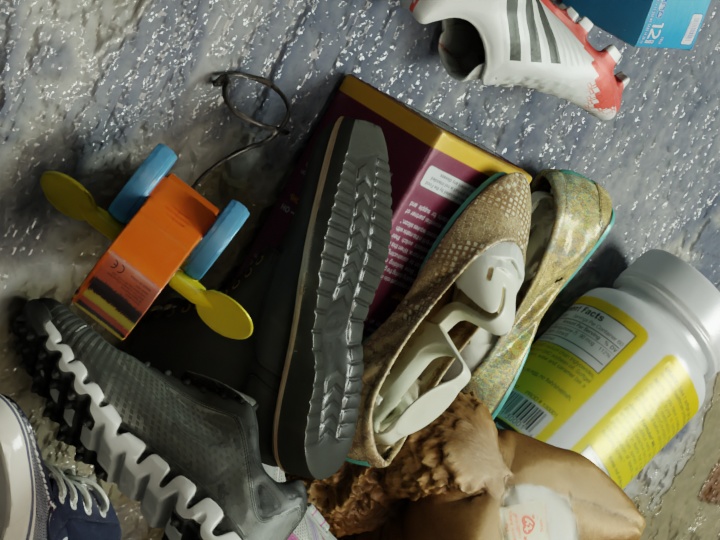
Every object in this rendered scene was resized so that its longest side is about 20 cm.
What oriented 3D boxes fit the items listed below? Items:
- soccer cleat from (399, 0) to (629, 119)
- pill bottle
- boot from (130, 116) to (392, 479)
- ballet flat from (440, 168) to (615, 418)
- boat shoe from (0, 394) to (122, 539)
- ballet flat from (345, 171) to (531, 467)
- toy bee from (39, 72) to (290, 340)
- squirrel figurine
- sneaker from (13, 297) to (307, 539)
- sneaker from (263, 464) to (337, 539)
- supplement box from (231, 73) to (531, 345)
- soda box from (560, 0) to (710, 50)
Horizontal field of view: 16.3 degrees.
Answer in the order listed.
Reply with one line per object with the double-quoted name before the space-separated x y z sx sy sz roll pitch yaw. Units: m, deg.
"soccer cleat" 0.093 -0.138 1.521 0.085 0.069 0.200 -46 140 1
"pill bottle" 0.164 0.086 1.725 0.200 0.114 0.114 -43 142 -16
"boot" -0.064 0.006 1.420 0.077 0.138 0.201 19 82 -60
"ballet flat" 0.090 0.020 1.643 0.200 0.071 0.071 -57 144 3
"boat shoe" -0.183 0.127 1.408 0.093 0.075 0.201 -32 147 -35
"ballet flat" 0.051 0.034 1.453 0.200 0.065 0.071 -53 143 -4
"toy bee" -0.103 -0.011 1.357 0.200 0.131 0.109 -24 159 -50
"squirrel figurine" 0.043 0.157 1.619 0.200 0.186 0.142 48 60 -17
"sneaker" -0.104 0.084 1.366 0.090 0.200 0.067 -35 166 -29
"sneaker" -0.042 0.186 1.539 0.088 0.081 0.201 -10 88 -28
"supplement box" 0.000 0.000 1.497 0.110 0.086 0.201 22 99 -54
"soda box" 0.198 -0.241 1.553 0.064 0.068 0.201 -2 119 -48
